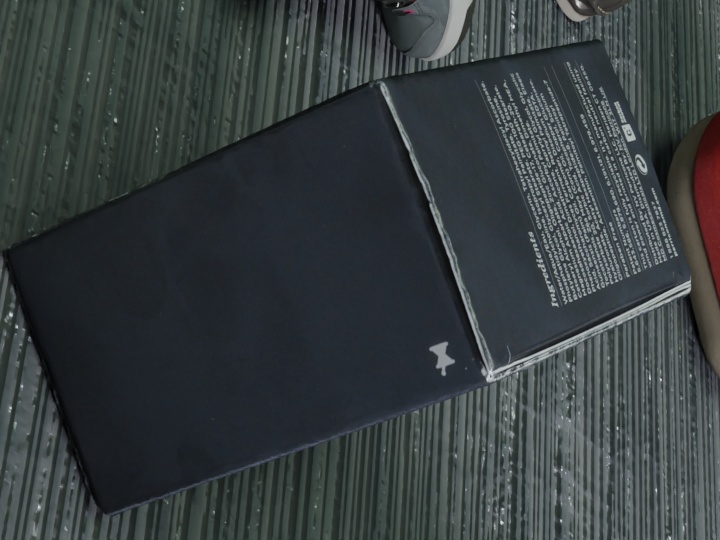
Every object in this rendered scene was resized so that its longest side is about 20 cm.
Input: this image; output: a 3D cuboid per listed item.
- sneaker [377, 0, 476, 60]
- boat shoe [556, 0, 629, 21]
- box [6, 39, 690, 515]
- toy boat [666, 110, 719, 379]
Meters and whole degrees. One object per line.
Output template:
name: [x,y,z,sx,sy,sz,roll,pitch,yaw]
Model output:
sneaker: [-0.006,-0.163,1.045,0.084,0.120,0.200,51,-19,33]
boat shoe: [0.124,-0.257,1.304,0.201,0.057,0.067,63,33,-12]
box: [0.000,0.000,0.855,0.196,0.199,0.124,-21,89,-58]
toy boat: [0.288,-0.019,1.354,0.130,0.130,0.201,1,73,-56]
